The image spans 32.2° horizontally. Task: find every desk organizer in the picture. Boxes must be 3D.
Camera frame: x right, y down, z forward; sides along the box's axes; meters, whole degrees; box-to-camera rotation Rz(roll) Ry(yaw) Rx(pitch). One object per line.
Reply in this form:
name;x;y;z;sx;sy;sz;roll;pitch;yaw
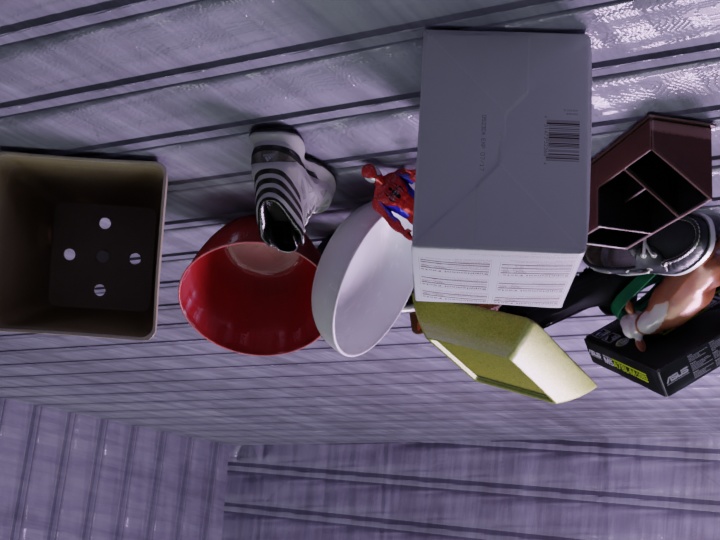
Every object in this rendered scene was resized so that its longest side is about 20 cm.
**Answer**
desk organizer;0.286;-0.086;1.284;0.071;0.078;0.200;6;165;-12

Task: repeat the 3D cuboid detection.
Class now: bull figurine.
bull figurine;0.408;0.024;1.564;0.121;0.065;0.200;-25;162;-35

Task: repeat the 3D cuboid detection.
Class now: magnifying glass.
magnifying glass;0.374;0.002;1.581;0.079;0.022;0.201;-21;152;-24

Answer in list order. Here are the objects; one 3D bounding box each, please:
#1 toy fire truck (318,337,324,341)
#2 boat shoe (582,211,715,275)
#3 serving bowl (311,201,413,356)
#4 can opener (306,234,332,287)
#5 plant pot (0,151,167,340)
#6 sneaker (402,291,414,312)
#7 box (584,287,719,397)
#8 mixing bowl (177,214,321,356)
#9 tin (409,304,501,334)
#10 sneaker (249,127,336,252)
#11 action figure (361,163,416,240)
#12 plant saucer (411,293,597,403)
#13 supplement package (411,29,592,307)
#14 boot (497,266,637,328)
toy fire truck;0.017;0.041;1.803;0.198;0.130;0.176;13;166;5
boat shoe;0.343;-0.028;1.502;0.060;0.077;0.200;4;166;-25
serving bowl;0.000;0.000;1.504;0.065;0.202;0.200;25;175;24
can opener;0.024;-0.018;1.648;0.198;0.079;0.063;-11;154;17
plant pot;-0.324;-0.022;1.483;0.198;0.202;0.177;4;176;-1
sneaker;0.088;0.026;1.682;0.198;0.074;0.071;-14;-170;-29
box;0.425;0.081;1.646;0.199;0.048;0.193;-27;-166;-12
mixing bowl;-0.127;0.003;1.595;0.198;0.109;0.202;2;133;2
tin;0.148;0.058;1.808;0.111;0.042;0.199;2;-169;35
sneaker;-0.080;-0.069;1.363;0.075;0.117;0.201;0;165;14
action figure;0.082;-0.050;1.370;0.199;0.065;0.099;38;-178;-10
plant saucer;0.178;0.109;1.616;0.199;0.048;0.200;12;159;42
supplement package;0.122;-0.082;1.109;0.145;0.194;0.200;3;166;4
boot;0.275;0.049;1.665;0.198;0.066;0.165;-25;159;-14
